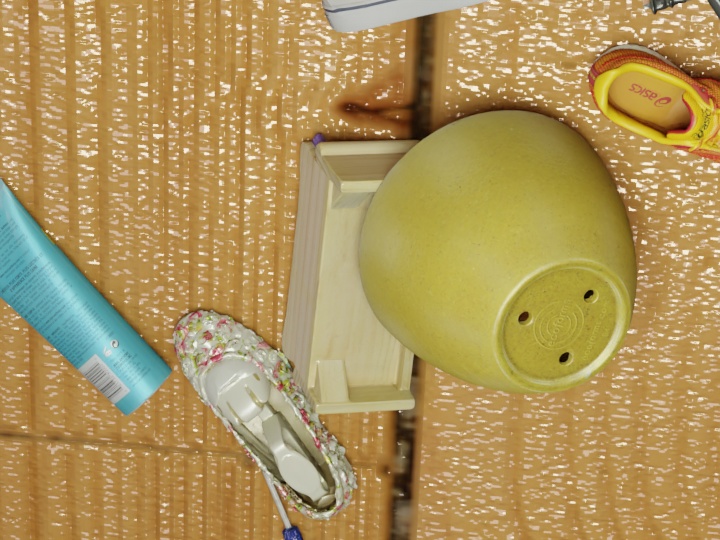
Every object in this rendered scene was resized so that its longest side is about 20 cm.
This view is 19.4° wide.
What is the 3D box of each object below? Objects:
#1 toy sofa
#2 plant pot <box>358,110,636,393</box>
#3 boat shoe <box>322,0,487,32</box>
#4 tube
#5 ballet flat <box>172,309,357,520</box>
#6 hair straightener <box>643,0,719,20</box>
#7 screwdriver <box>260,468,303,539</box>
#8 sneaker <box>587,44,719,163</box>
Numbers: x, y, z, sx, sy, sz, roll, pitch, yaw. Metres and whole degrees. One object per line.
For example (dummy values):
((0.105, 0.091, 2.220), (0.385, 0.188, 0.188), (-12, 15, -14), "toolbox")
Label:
((0.000, 0.000, 1.568), (0.083, 0.098, 0.201), (-2, 116, -18), "toy sofa")
((0.115, 0.006, 1.473), (0.199, 0.142, 0.201), (-9, 118, -16), "plant pot")
((0.062, -0.223, 1.459), (0.199, 0.072, 0.066), (-11, 117, 21), "boat shoe")
((-0.232, 0.025, 1.623), (0.077, 0.050, 0.200), (-41, 98, 18), "tube")
((-0.070, 0.114, 1.628), (0.076, 0.064, 0.200), (-39, 104, 10), "ballet flat")
((0.222, -0.207, 1.457), (0.077, 0.041, 0.200), (-40, 104, 21), "hair straightener")
((-0.064, 0.193, 1.683), (0.028, 0.029, 0.201), (-17, 111, 15), "screwdriver")
((0.254, -0.099, 1.482), (0.199, 0.077, 0.073), (15, 114, -1), "sneaker")
